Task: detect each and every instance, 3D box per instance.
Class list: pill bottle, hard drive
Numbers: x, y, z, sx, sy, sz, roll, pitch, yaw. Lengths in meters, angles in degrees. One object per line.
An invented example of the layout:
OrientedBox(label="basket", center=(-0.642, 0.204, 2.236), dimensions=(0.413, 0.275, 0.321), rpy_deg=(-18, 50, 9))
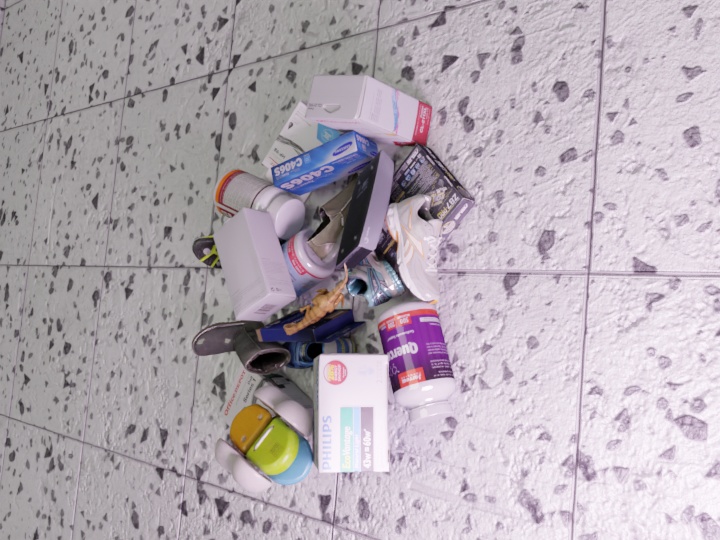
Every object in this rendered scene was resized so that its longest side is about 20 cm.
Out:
OrientedBox(label="pill bottle", center=(0.101, 0.161, 1.300), dimensions=(0.112, 0.112, 0.202), rpy_deg=(-28, 65, 35))
OrientedBox(label="hard drive", center=(0.010, -0.108, 1.366), dimensions=(0.135, 0.042, 0.202), rpy_deg=(139, 148, -60))
OrientedBox(label="pill bottle", center=(-0.220, -0.143, 1.613), dimensions=(0.199, 0.109, 0.111), rpy_deg=(26, 100, 33))
OrientedBox(label="pill bottle", center=(-0.154, 0.006, 1.555), dimensions=(0.199, 0.108, 0.110), rpy_deg=(-34, 62, 33))

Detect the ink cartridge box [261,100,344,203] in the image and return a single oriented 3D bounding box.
OrientedBox(label="ink cartridge box", center=(-0.126, -0.243, 1.570), dimensions=(0.115, 0.067, 0.201), rpy_deg=(39, 111, 7))

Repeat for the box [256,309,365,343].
OrientedBox(label="box", center=(-0.099, 0.110, 1.482), dimensions=(0.198, 0.121, 0.033), rpy_deg=(-2, 105, 40))

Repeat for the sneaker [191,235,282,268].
OrientedBox(label="sneaker", center=(-0.274, -0.055, 1.630), dimensions=(0.077, 0.198, 0.076), rpy_deg=(-122, 38, -49))

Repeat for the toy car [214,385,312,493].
OrientedBox(label="toy car", center=(-0.161, 0.330, 1.383), dimensions=(0.176, 0.150, 0.199), rpy_deg=(-51, 31, -14))

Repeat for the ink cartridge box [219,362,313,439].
OrientedBox(label="ink cartridge box", center=(-0.194, 0.300, 1.558), dimensions=(0.199, 0.084, 0.147), rpy_deg=(34, 105, 39))

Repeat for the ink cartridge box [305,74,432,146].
OrientedBox(label="ink cartridge box", center=(0.018, -0.299, 1.392), dimensions=(0.145, 0.199, 0.084), rpy_deg=(13, 92, 41))

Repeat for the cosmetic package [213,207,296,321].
OrientedBox(label="cosmetic package", center=(-0.215, -0.012, 1.487), dimensions=(0.112, 0.081, 0.202), rpy_deg=(-33, 63, 33))

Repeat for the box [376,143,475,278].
OrientedBox(label="box", center=(0.100, -0.110, 1.389), dimensions=(0.201, 0.049, 0.162), rpy_deg=(-52, 52, 24))

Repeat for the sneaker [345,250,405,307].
OrientedBox(label="sneaker", center=(0.000, 0.000, 1.404), dimensions=(0.086, 0.078, 0.200), rpy_deg=(-33, 37, -11))

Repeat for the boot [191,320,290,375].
OrientedBox(label="boot", center=(-0.254, 0.170, 1.552), dimensions=(0.200, 0.180, 0.073), rpy_deg=(-134, 27, -59))

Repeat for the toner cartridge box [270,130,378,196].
OrientedBox(label="toner cartridge box", center=(-0.070, -0.208, 1.458), dimensions=(0.198, 0.095, 0.044), rpy_deg=(-19, 75, 28))

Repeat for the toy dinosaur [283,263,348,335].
OrientedBox(label="toy dinosaur", center=(-0.061, 0.058, 1.391), dimensions=(0.060, 0.106, 0.200), rpy_deg=(43, 111, -1))

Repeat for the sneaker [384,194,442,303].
OrientedBox(label="sneaker", center=(0.110, -0.043, 1.298), dimensions=(0.091, 0.075, 0.202), rpy_deg=(-27, 71, 29))

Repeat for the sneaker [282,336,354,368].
OrientedBox(label="sneaker", center=(-0.105, 0.162, 1.505), dimensions=(0.198, 0.082, 0.075), rpy_deg=(-11, 78, 41))

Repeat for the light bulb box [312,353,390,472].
OrientedBox(label="light bulb box", center=(-0.021, 0.251, 1.321), dimensions=(0.200, 0.123, 0.201), rpy_deg=(129, 141, -79))

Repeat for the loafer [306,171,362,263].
OrientedBox(label="loafer", center=(-0.043, -0.115, 1.468), dimensions=(0.202, 0.069, 0.075), rpy_deg=(-63, 18, -11))
